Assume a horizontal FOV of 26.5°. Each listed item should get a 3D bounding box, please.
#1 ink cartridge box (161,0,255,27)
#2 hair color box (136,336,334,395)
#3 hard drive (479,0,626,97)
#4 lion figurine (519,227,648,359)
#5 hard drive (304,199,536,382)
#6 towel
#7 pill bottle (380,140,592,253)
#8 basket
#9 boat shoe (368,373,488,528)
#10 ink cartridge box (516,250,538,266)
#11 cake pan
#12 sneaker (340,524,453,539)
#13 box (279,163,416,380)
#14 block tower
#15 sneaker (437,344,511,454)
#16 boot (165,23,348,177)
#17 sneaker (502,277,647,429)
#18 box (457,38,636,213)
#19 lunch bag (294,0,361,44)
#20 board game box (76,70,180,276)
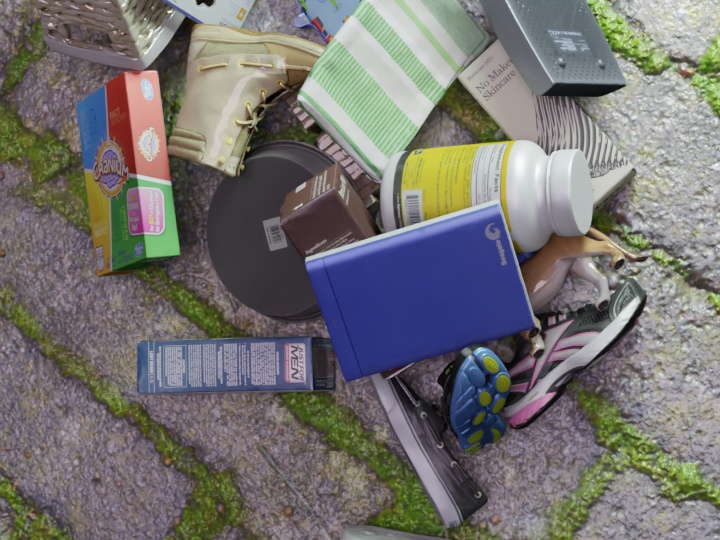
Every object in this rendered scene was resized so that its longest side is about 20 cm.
[{"bbox_3d":[-0.147,-0.365,1.635,0.043,0.196,0.201,32,94,25],"label":"ink cartridge box"},{"bbox_3d":[-0.134,0.104,1.663,0.198,0.100,0.061,-2,86,13],"label":"hair color box"},{"bbox_3d":[0.186,-0.265,1.581,0.042,0.134,0.202,-42,64,41],"label":"hard drive"},{"bbox_3d":[0.185,0.007,1.571,0.199,0.073,0.123,-33,50,-2],"label":"lion figurine"},{"bbox_3d":[0.060,0.022,1.501,0.198,0.025,0.133,-17,108,8],"label":"hard drive"},{"bbox_3d":[0.034,-0.211,1.586,0.201,0.152,0.023,-52,35,-5],"label":"towel"},{"bbox_3d":[0.129,-0.072,1.547,0.198,0.112,0.114,-3,87,23],"label":"pill bottle"},{"bbox_3d":[-0.255,-0.335,1.646,0.134,0.124,0.201,14,57,23],"label":"basket"},{"bbox_3d":[0.069,0.176,1.634,0.056,0.069,0.201,-27,84,-5],"label":"boat shoe"},{"bbox_3d":[0.096,-0.016,1.644,0.199,0.042,0.120,-39,80,8],"label":"ink cartridge box"},{"bbox_3d":[-0.087,-0.040,1.662,0.198,0.037,0.203,4,100,26],"label":"cake pan"},{"bbox_3d":[0.059,0.362,1.624,0.198,0.081,0.148,11,99,10],"label":"sneaker"},{"bbox_3d":[0.000,0.000,1.564,0.075,0.100,0.201,-32,106,11],"label":"box"},{"bbox_3d":[-0.028,-0.160,1.671,0.058,0.054,0.201,-36,81,10],"label":"block tower"},{"bbox_3d":[0.107,0.124,1.559,0.070,0.200,0.083,-30,67,-9],"label":"sneaker"},{"bbox_3d":[-0.108,-0.172,1.618,0.198,0.073,0.157,12,84,22],"label":"boot"},{"bbox_3d":[0.208,0.072,1.593,0.200,0.080,0.086,-43,78,8],"label":"sneaker"},{"bbox_3d":[0.197,-0.152,1.609,0.082,0.068,0.200,-43,80,10],"label":"box"},{"bbox_3d":[0.003,-0.327,1.661,0.200,0.094,0.151,-39,82,19],"label":"lunch bag"},{"bbox_3d":[-0.258,-0.103,1.684,0.040,0.153,0.202,-5,84,-31],"label":"board game box"}]
